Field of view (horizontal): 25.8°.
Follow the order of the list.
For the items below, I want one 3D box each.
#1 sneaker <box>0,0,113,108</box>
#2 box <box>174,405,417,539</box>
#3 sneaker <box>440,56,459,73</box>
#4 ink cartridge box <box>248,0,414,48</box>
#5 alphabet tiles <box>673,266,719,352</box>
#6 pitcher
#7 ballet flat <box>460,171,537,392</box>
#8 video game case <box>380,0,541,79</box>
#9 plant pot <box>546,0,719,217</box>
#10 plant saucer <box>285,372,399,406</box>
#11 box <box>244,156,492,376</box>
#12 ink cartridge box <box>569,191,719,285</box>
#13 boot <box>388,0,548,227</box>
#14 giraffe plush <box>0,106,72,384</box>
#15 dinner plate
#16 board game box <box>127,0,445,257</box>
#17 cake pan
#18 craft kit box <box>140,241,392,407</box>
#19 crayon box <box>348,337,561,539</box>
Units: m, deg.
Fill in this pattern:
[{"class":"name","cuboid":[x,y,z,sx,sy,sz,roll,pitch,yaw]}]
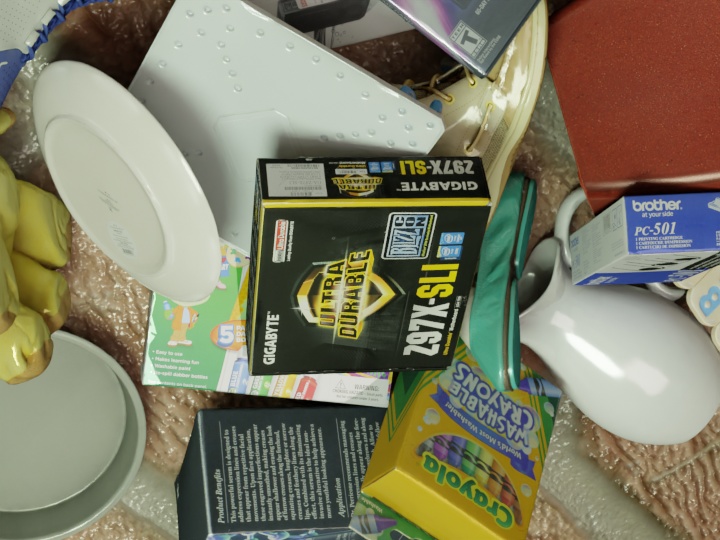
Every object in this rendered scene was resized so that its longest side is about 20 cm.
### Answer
[{"class":"sneaker","cuboid":[-0.209,-0.197,1.079,0.115,0.081,0.200,16,79,-19]},{"class":"box","cuboid":[-0.042,0.187,1.282,0.199,0.108,0.149,0,151,-14]},{"class":"sneaker","cuboid":[0.115,-0.230,1.194,0.072,0.072,0.201,14,106,-11]},{"class":"ink cartridge box","cuboid":[-0.030,-0.241,1.140,0.199,0.084,0.145,-14,117,-9]},{"class":"alphabet tiles","cuboid":[0.346,-0.027,1.327,0.195,0.015,0.200,-42,107,-18]},{"class":"pitcher","cuboid":[0.220,0.041,1.325,0.199,0.121,0.172,32,90,-13]},{"class":"ballet flat","cuboid":[0.098,0.009,1.248,0.070,0.201,0.067,1,148,12]},{"class":"video game case","cuboid":[0.047,-0.248,1.078,0.200,0.019,0.143,37,84,-8]},{"class":"plant pot","cuboid":[0.238,-0.135,1.180,0.175,0.200,0.201,-15,82,10]},{"class":"plant saucer","cuboid":[-0.010,0.030,1.300,0.199,0.029,0.201,-6,116,-13]},{"class":"box","cuboid":[0.000,0.000,1.136,0.159,0.050,0.200,-2,141,-10]},{"class":"ink cartridge box","cuboid":[0.221,-0.022,1.178,0.093,0.200,0.044,-2,84,-4]},{"class":"boot","cuboid":[0.044,-0.129,1.149,0.155,0.073,0.201,12,121,-8]},{"class":"giraffe plush","cuboid":[-0.318,-0.016,1.139,0.161,0.173,0.201,-8,129,12]},{"class":"dinner plate","cuboid":[-0.175,-0.057,1.127,0.024,0.200,0.201,-39,122,-29]},{"class":"board game box","cuboid":[-0.068,-0.095,1.119,0.199,0.026,0.200,29,132,-10]},{"class":"cake pan","cuboid":[-0.274,0.129,1.267,0.199,0.037,0.201,-6,115,-13]},{"class":"craft kit box","cuboid":[-0.063,0.000,1.230,0.199,0.049,0.199,5,98,-10]},{"class":"crayon box","cuboid":[0.078,0.143,1.223,0.126,0.201,0.052,35,137,-16]}]
